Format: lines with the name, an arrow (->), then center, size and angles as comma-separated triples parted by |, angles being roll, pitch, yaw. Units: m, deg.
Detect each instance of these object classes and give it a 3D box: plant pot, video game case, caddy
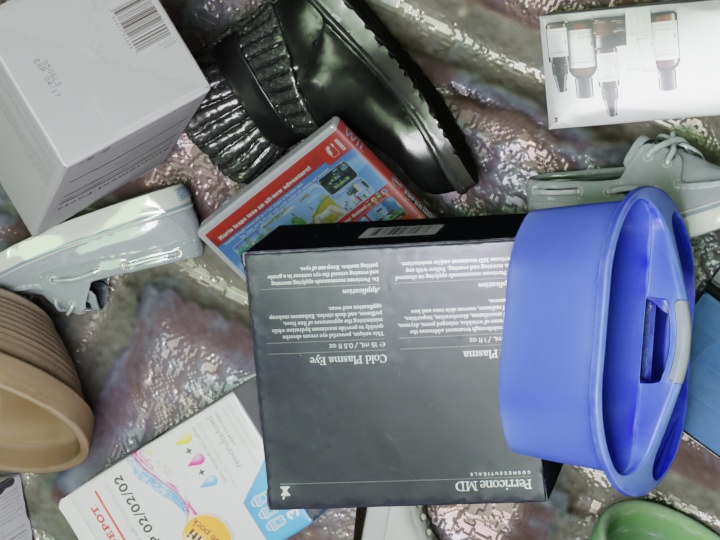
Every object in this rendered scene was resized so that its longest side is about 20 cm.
plant pot -> -0.288, 0.071, 1.784 | 0.200, 0.201, 0.093 | 8, 64, 13
video game case -> 0.000, 0.000, 1.714 | 0.143, 0.017, 0.200 | -36, 109, 28
caddy -> 0.167, 0.045, 1.553 | 0.104, 0.141, 0.201 | 2, 83, 32

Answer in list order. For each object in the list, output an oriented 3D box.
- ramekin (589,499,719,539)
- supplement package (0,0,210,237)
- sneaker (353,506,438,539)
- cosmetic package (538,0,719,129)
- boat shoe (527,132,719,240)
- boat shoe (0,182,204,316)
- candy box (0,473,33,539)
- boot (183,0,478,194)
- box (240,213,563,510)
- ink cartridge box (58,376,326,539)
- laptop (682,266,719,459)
ramekin -> 0.217, 0.265, 1.659 | 0.200, 0.200, 0.098 | 41, 114, 5
supplement package -> -0.200, -0.123, 1.679 | 0.119, 0.200, 0.122 | -31, 87, -19
sneaker -> 0.037, 0.200, 1.765 | 0.084, 0.073, 0.201 | 5, 104, -4
cosmetic package -> 0.228, -0.147, 1.660 | 0.199, 0.051, 0.083 | -4, 99, 15
boat shoe -> 0.200, -0.057, 1.647 | 0.200, 0.070, 0.072 | -11, 98, 33
boat shoe -> -0.210, -0.002, 1.786 | 0.200, 0.070, 0.072 | -21, 93, 16
candy box -> -0.332, 0.273, 1.863 | 0.167, 0.072, 0.201 | -10, 96, 15
boot -> -0.028, -0.104, 1.718 | 0.158, 0.079, 0.211 | -40, 82, 14
box -> 0.032, 0.062, 1.643 | 0.199, 0.104, 0.183 | -2, 100, 12
ink cartridge box -> -0.136, 0.182, 1.798 | 0.199, 0.068, 0.115 | -32, 90, 17
laptop -> 0.325, 0.050, 1.633 | 0.187, 0.116, 0.200 | 36, 106, 6
